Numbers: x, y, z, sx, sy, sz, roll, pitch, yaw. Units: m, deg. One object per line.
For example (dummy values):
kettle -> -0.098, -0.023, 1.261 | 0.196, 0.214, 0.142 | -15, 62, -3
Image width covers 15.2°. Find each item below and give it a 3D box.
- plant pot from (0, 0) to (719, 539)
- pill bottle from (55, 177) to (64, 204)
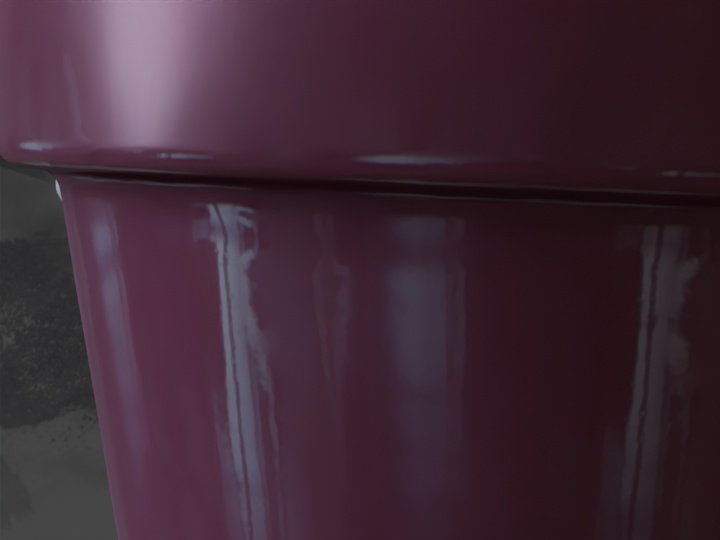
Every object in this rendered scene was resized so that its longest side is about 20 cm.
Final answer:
plant pot -> 0.033, 0.021, 0.477 | 0.200, 0.199, 0.180 | -112, 24, -87
pill bottle -> 0.000, 0.000, 0.919 | 0.113, 0.200, 0.113 | -32, 30, 21
